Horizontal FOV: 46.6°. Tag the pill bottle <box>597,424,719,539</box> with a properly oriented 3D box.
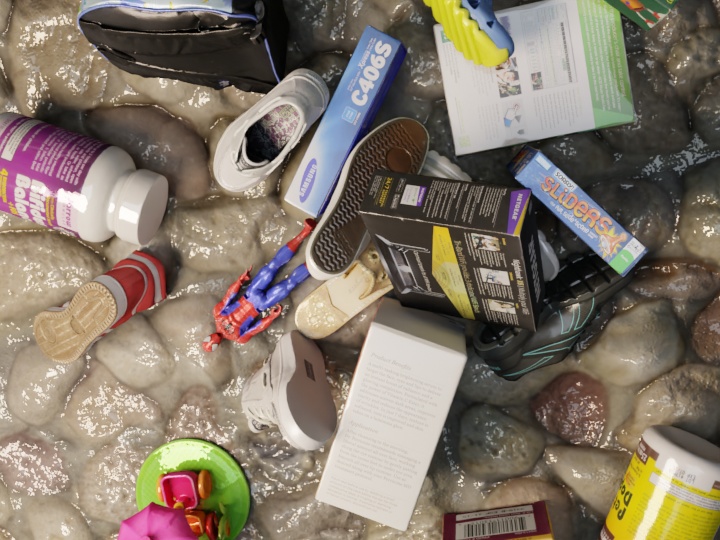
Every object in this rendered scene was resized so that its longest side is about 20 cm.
[{"bbox_3d":[0.333,0.283,0.928,0.108,0.109,0.202,20,100,3],"label":"pill bottle"}]

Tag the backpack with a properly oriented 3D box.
[{"bbox_3d":[-0.180,-0.278,0.872,0.197,0.183,0.149,3,77,5],"label":"backpack"}]

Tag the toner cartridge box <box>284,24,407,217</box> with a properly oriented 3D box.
[{"bbox_3d":[-0.014,-0.160,0.909,0.043,0.095,0.202,27,101,3],"label":"toner cartridge box"}]

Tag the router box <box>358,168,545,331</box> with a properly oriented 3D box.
[{"bbox_3d":[0.099,-0.016,0.839,0.155,0.201,0.053,11,64,21],"label":"router box"}]

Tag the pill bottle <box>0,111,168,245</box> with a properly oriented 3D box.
[{"bbox_3d":[-0.326,-0.098,0.948,0.198,0.112,0.114,18,101,4],"label":"pill bottle"}]

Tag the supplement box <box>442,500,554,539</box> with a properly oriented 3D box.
[{"bbox_3d":[0.173,0.388,0.967,0.129,0.103,0.203,-9,97,8],"label":"supplement box"}]

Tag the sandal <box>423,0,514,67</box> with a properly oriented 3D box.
[{"bbox_3d":[0.105,-0.300,0.863,0.086,0.080,0.201,-30,72,-2],"label":"sandal"}]

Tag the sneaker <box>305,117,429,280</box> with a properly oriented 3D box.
[{"bbox_3d":[0.000,-0.077,0.897,0.072,0.085,0.201,36,76,-3],"label":"sneaker"}]

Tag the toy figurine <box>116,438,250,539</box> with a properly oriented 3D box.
[{"bbox_3d":[-0.217,0.323,0.964,0.148,0.184,0.203,-6,99,8],"label":"toy figurine"}]

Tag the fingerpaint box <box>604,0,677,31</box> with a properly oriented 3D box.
[{"bbox_3d":[0.286,-0.377,0.831,0.166,0.073,0.201,35,90,1],"label":"fingerpaint box"}]

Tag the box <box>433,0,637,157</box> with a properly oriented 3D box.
[{"bbox_3d":[0.188,-0.213,0.907,0.197,0.036,0.146,-9,97,10],"label":"box"}]

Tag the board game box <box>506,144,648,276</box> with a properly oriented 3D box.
[{"bbox_3d":[0.210,-0.067,0.842,0.135,0.200,0.035,42,102,-2],"label":"board game box"}]

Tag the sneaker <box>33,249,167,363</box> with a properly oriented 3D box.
[{"bbox_3d":[-0.306,0.042,0.999,0.199,0.112,0.072,-27,98,40],"label":"sneaker"}]

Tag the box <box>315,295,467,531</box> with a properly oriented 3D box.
[{"bbox_3d":[0.037,0.150,0.921,0.105,0.152,0.202,18,100,4],"label":"box"}]

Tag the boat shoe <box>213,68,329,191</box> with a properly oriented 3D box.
[{"bbox_3d":[-0.107,-0.135,0.896,0.199,0.069,0.072,-28,111,42],"label":"boat shoe"}]

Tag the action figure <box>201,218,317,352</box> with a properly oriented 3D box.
[{"bbox_3d":[-0.115,0.026,0.976,0.065,0.052,0.200,45,104,-5],"label":"action figure"}]

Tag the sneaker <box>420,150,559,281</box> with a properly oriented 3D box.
[{"bbox_3d":[0.126,-0.043,0.916,0.199,0.075,0.082,36,85,12],"label":"sneaker"}]

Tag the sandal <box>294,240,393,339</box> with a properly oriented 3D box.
[{"bbox_3d":[0.004,0.004,0.944,0.078,0.070,0.212,45,101,-2],"label":"sandal"}]

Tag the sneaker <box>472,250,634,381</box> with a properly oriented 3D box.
[{"bbox_3d":[0.221,0.050,0.936,0.199,0.076,0.080,-32,121,6],"label":"sneaker"}]

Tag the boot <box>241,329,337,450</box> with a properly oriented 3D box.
[{"bbox_3d":[-0.084,0.152,0.920,0.073,0.200,0.096,38,106,-18],"label":"boot"}]
